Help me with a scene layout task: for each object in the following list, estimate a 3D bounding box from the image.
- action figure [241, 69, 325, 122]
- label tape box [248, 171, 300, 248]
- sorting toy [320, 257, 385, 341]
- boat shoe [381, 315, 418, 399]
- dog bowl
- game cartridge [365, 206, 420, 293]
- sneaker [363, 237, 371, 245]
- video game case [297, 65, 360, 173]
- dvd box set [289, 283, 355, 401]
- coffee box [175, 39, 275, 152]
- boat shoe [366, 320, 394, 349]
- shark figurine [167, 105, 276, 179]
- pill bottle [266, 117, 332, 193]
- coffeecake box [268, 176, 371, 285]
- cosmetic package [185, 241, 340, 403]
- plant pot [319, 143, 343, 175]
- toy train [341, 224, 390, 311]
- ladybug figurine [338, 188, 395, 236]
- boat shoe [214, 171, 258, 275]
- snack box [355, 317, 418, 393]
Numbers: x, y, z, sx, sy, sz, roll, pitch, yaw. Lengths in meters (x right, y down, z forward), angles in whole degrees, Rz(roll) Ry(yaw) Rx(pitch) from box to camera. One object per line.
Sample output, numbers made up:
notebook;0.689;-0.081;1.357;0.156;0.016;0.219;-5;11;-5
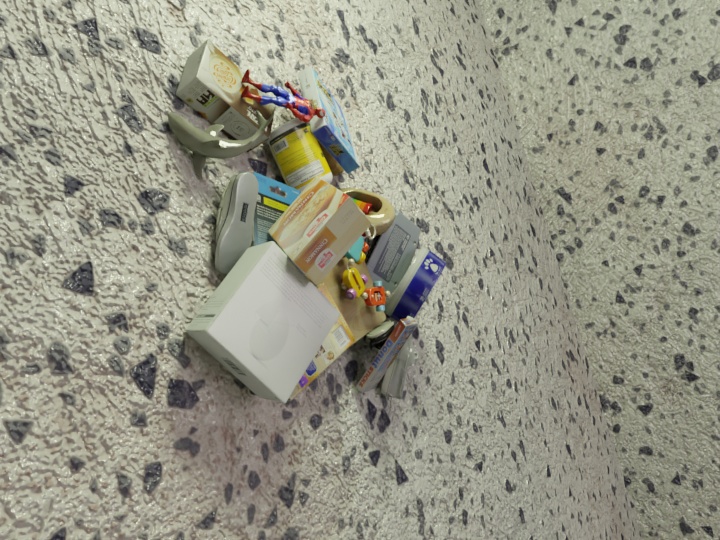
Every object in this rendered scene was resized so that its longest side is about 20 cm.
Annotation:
action figure;-0.159;-0.369;1.217;0.195;0.051;0.068;14;57;-36
label tape box;-0.192;-0.086;1.204;0.142;0.062;0.207;17;62;-49
sorting toy;-0.046;0.062;1.332;0.198;0.068;0.205;-27;96;-54
boat shoe;0.107;0.218;1.388;0.072;0.066;0.207;16;91;-83
dog bowl;0.144;0.044;1.481;0.077;0.203;0.201;31;39;5
game cartridge;0.078;-0.043;1.463;0.131;0.040;0.205;32;81;-33
sneaker;0.028;-0.124;1.512;0.141;0.076;0.203;54;38;-24
video game case;-0.076;-0.369;1.394;0.200;0.044;0.187;40;31;-60
dvd box set;-0.114;0.145;1.170;0.199;0.029;0.149;-40;107;-30
coffee box;-0.280;-0.366;1.198;0.198;0.078;0.118;36;47;-39
boat shoe;0.056;0.164;1.371;0.200;0.072;0.062;70;-1;-87
shark figurine;-0.263;-0.257;1.105;0.207;0.089;0.133;-9;90;-18
pill bottle;-0.133;-0.241;1.316;0.112;0.110;0.205;-36;104;-53
coffeecake box;-0.084;-0.083;1.083;0.073;0.154;0.200;43;-2;-29
cosmetic package;-0.175;0.095;1.038;0.200;0.121;0.202;47;62;-23
plant pot;-0.106;-0.340;1.473;0.198;0.027;0.207;30;51;-44
toy train;0.000;0.000;1.312;0.148;0.054;0.208;-10;91;-52
ladybug figurine;-0.006;-0.142;1.409;0.137;0.195;0.074;-52;155;-40
boat shoe;-0.257;-0.094;1.117;0.071;0.064;0.208;12;85;-47
snack box;0.062;0.199;1.321;0.024;0.203;0.071;39;18;24
